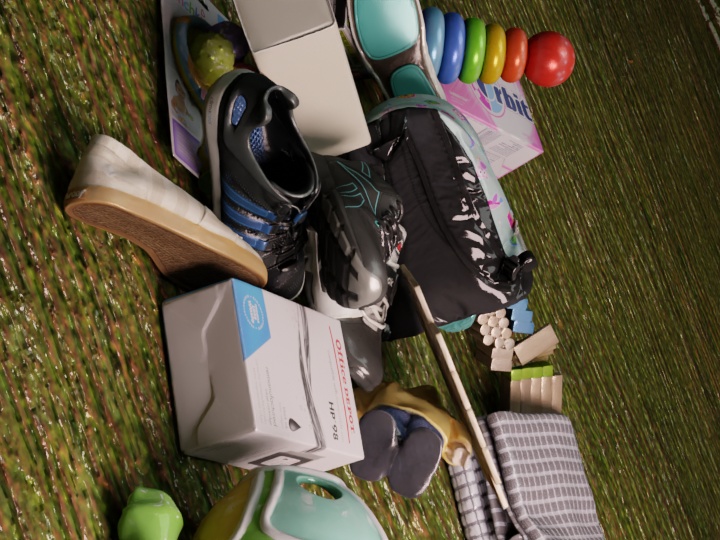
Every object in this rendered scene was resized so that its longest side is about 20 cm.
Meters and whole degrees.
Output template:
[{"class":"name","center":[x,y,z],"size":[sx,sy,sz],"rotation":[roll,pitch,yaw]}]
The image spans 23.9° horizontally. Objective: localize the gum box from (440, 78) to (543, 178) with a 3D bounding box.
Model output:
[{"class":"gum box","center":[0.108,-0.180,1.789],"size":[0.199,0.066,0.115],"rotation":[20,49,-51]}]

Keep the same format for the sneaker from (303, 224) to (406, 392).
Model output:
[{"class":"sneaker","center":[0.000,0.000,1.405],"size":[0.074,0.088,0.202],"rotation":[45,26,-58]}]

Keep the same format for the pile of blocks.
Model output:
[{"class":"pile of blocks","center":[0.145,0.061,1.717],"size":[0.202,0.081,0.062],"rotation":[65,-10,-18]}]

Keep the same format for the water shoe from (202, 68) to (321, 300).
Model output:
[{"class":"water shoe","center":[-0.069,-0.052,1.292],"size":[0.071,0.079,0.202],"rotation":[-34,127,-31]}]

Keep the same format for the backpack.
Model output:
[{"class":"backpack","center":[0.056,-0.055,1.526],"size":[0.127,0.165,0.202],"rotation":[-72,143,-77]}]

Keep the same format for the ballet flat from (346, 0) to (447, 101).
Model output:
[{"class":"ballet flat","center":[0.035,-0.202,1.579],"size":[0.202,0.069,0.070],"rotation":[68,24,-19]}]

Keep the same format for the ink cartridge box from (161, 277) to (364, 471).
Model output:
[{"class":"ink cartridge box","center":[-0.061,0.087,1.277],"size":[0.200,0.066,0.117],"rotation":[24,51,-59]}]

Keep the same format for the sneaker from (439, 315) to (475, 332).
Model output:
[{"class":"sneaker","center":[0.068,-0.041,1.641],"size":[0.202,0.077,0.091],"rotation":[69,20,-8]}]

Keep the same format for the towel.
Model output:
[{"class":"towel","center":[0.166,0.221,1.635],"size":[0.199,0.085,0.167],"rotation":[14,59,-62]}]

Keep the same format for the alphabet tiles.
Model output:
[{"class":"alphabet tiles","center":[0.077,0.095,1.415],"size":[0.166,0.006,0.202],"rotation":[-120,-172,-78]}]

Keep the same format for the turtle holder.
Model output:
[{"class":"turtle holder","center":[-0.065,0.204,1.128],"size":[0.142,0.183,0.133],"rotation":[92,-3,-56]}]

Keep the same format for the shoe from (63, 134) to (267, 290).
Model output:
[{"class":"shoe","center":[-0.131,-0.036,1.214],"size":[0.200,0.069,0.054],"rotation":[33,51,-50]}]

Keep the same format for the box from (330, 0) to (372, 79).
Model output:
[{"class":"box","center":[-0.012,-0.296,1.622],"size":[0.110,0.034,0.202],"rotation":[52,39,-67]}]

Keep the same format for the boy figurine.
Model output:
[{"class":"boy figurine","center":[0.033,0.130,1.409],"size":[0.200,0.123,0.065],"rotation":[-37,148,-84]}]

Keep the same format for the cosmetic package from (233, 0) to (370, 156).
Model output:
[{"class":"cosmetic package","center":[-0.050,-0.179,1.396],"size":[0.200,0.072,0.104],"rotation":[68,3,-65]}]

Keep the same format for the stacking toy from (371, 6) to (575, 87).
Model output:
[{"class":"stacking toy","center":[0.112,-0.213,1.663],"size":[0.085,0.197,0.087],"rotation":[-174,-90,-82]}]

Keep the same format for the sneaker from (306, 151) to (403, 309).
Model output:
[{"class":"sneaker","center":[0.001,-0.039,1.328],"size":[0.201,0.078,0.076],"rotation":[-112,-156,-56]}]

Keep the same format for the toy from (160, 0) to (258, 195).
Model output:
[{"class":"toy","center":[-0.110,-0.153,1.372],"size":[0.115,0.047,0.202],"rotation":[41,38,-50]}]
